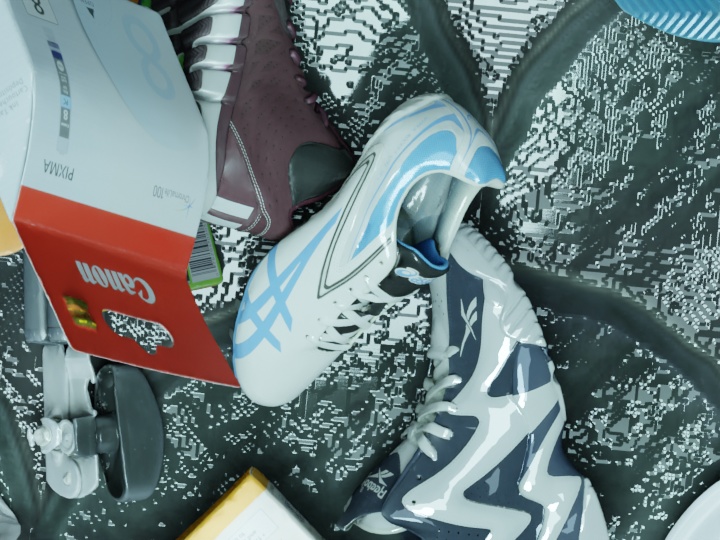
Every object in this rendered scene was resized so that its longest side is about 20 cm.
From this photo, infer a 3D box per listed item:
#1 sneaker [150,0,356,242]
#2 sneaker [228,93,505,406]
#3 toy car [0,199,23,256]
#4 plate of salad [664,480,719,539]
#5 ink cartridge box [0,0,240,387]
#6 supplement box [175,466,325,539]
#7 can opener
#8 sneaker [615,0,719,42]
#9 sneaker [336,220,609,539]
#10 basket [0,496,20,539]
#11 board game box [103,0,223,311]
[{"bbox_3d":[-0.050,-0.105,1.559,0.115,0.076,0.200,23,66,-32],"label":"sneaker"},{"bbox_3d":[0.000,0.000,1.519,0.200,0.072,0.073,-53,51,24],"label":"sneaker"},{"bbox_3d":[-0.233,-0.074,1.453,0.177,0.184,0.200,-37,61,-2],"label":"toy car"},{"bbox_3d":[0.248,0.189,1.564,0.200,0.048,0.201,1,97,5],"label":"plate of salad"},{"bbox_3d":[-0.117,-0.048,1.402,0.047,0.160,0.200,-32,69,19],"label":"ink cartridge box"},{"bbox_3d":[-0.032,0.217,1.543,0.126,0.074,0.200,-43,90,-2],"label":"supplement box"},{"bbox_3d":[-0.147,0.023,1.562,0.066,0.053,0.201,-6,91,-36],"label":"can opener"},{"bbox_3d":[0.225,-0.154,1.557,0.200,0.081,0.077,5,91,18],"label":"sneaker"},{"bbox_3d":[0.038,0.083,1.543,0.129,0.079,0.200,-21,100,-10],"label":"sneaker"},{"bbox_3d":[-0.269,0.122,1.482,0.123,0.200,0.136,-33,90,5],"label":"basket"},{"bbox_3d":[-0.129,-0.083,1.536,0.030,0.095,0.200,-12,91,30],"label":"board game box"}]
